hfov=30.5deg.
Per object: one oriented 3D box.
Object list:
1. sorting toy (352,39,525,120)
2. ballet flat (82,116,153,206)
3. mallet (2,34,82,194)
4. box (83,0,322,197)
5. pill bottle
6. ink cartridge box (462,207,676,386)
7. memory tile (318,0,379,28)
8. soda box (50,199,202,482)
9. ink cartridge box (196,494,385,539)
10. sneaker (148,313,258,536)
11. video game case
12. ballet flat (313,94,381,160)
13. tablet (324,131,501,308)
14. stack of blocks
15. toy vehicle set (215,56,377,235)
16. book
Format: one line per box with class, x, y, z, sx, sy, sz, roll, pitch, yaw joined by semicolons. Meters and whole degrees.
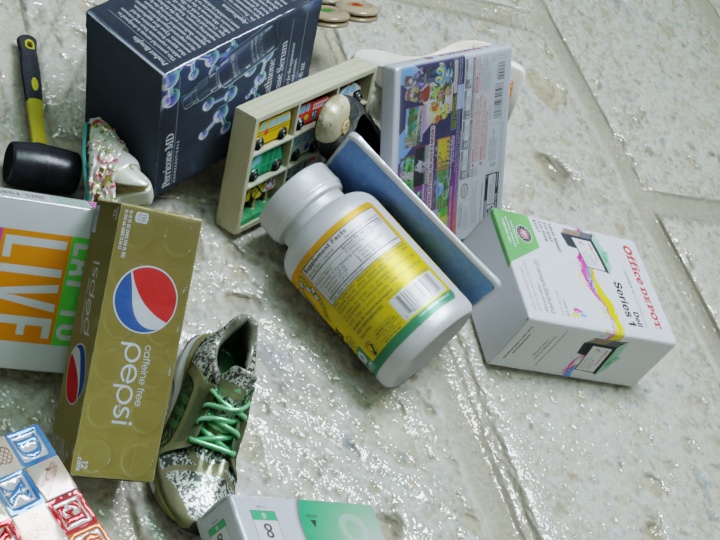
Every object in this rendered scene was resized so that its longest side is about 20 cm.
sorting toy;0.078;-0.216;1.499;0.178;0.108;0.200;15;14;-4
ballet flat;-0.209;-0.047;1.138;0.063;0.076;0.201;-4;58;-1
mallet;-0.288;-0.145;1.208;0.065;0.041;0.201;15;41;-24
box;-0.146;-0.189;1.221;0.107;0.149;0.199;40;52;22
pill bottle;0.000;0.000;1.224;0.200;0.113;0.113;48;40;11
ink cartridge box;0.213;0.030;1.378;0.199;0.084;0.146;11;47;-30
memory tile;-0.089;-0.299;1.445;0.199;0.017;0.153;27;31;35
soda box;-0.176;0.052;0.988;0.067;0.064;0.202;11;91;-29
ink cartridge box;-0.023;0.265;0.977;0.160;0.050;0.201;16;40;-47
sneaker;-0.116;0.113;1.046;0.076;0.089;0.201;19;45;-19
video game case;0.087;-0.122;1.355;0.023;0.202;0.181;20;27;40
ballet flat;0.006;-0.122;1.317;0.057;0.067;0.200;29;-4;25
tablet;0.040;-0.036;1.266;0.200;0.130;0.014;45;61;-1
stack of blocks;-0.223;0.215;0.891;0.115;0.059;0.201;-19;65;-45
toy vehicle set;-0.060;-0.125;1.287;0.026;0.125;0.200;29;36;23
book;-0.264;0.005;1.003;0.198;0.135;0.048;7;16;-31
